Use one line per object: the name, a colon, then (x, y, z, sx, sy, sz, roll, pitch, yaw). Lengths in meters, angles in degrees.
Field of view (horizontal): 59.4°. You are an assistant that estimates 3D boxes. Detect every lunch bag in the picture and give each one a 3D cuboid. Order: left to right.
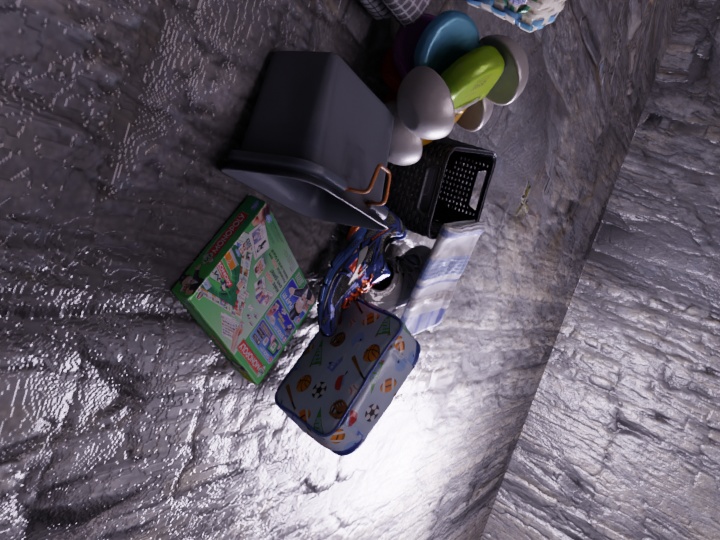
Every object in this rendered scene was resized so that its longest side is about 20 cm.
lunch bag: (-0.018, 0.133, 0.858, 0.201, 0.159, 0.076, -53, 129, -15)

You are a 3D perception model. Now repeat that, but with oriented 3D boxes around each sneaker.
sneaker: (0.000, 0.000, 0.855, 0.203, 0.077, 0.075, -63, 174, -7)
sneaker: (0.060, 0.009, 0.991, 0.200, 0.074, 0.083, -41, 144, -40)

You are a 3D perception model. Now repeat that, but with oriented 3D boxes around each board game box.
board game box: (-0.123, 0.030, 0.730, 0.135, 0.029, 0.201, -54, 150, -23)

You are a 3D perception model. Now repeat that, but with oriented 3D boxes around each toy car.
toy car: (0.093, -0.238, 0.782, 0.173, 0.152, 0.200, -29, 179, -21)

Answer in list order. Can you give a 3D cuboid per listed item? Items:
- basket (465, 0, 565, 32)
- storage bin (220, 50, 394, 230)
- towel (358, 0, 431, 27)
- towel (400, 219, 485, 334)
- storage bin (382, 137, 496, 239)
basket: (0.241, -0.453, 0.878, 0.138, 0.175, 0.203, -33, 148, -41)
storage bin: (-0.031, -0.136, 0.675, 0.199, 0.143, 0.137, 21, 82, -62)
towel: (0.042, -0.388, 0.664, 0.165, 0.084, 0.204, 9, 102, -62)
towel: (0.127, 0.013, 0.999, 0.146, 0.024, 0.203, -10, 128, -58)
storage bin: (0.124, -0.134, 0.986, 0.199, 0.093, 0.138, -13, 121, -58)
